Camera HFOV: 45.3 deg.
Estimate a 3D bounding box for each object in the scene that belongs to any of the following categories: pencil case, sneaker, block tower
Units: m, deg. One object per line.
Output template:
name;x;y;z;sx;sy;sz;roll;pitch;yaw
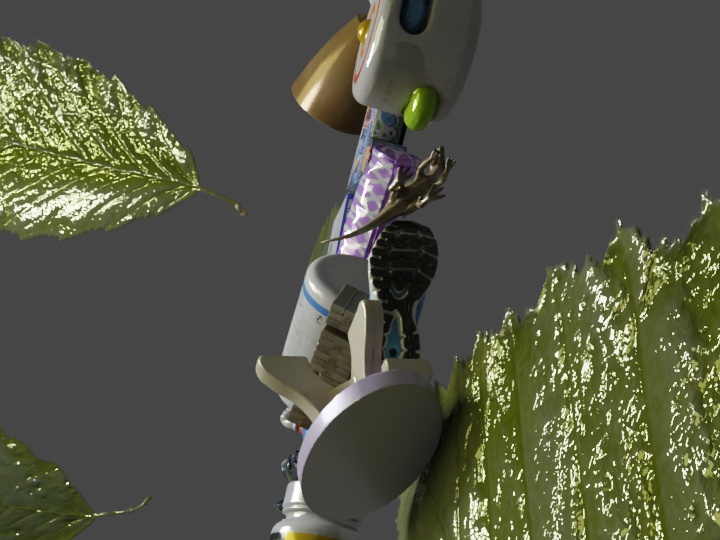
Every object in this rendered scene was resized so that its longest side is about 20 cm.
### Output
pencil case;0.025;-0.076;1.212;0.086;0.084;0.200;-75;2;-71
sneaker;0.036;0.037;1.001;0.090;0.078;0.200;114;169;-74
block tower;-0.035;0.119;1.077;0.058;0.054;0.200;-53;-13;-58
sneaker;-0.078;0.291;1.325;0.074;0.081;0.200;156;127;-79

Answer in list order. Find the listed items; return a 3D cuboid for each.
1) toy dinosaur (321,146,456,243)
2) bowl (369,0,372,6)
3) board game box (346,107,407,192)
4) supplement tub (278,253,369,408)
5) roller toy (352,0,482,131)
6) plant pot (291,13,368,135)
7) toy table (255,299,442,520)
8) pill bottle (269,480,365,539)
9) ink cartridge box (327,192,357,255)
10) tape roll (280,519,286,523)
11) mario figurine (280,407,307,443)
toy dinosaur;0.053;-0.082;1.005;0.200;0.058;0.101;-40;-3;-24
bowl;0.065;-0.559;1.675;0.201;0.094;0.201;-167;90;-81
board game box;0.038;-0.209;1.413;0.200;0.062;0.200;-118;42;-76
supplement tub;-0.032;0.091;1.172;0.132;0.132;0.200;-91;15;-58
roller toy;0.064;-0.292;1.109;0.200;0.140;0.183;-93;19;-64
plant pot;-0.014;-0.412;1.762;0.200;0.186;0.186;-55;19;33
toy table;-0.005;0.135;0.837;0.200;0.184;0.117;-57;34;32
pill bottle;-0.054;0.348;0.974;0.114;0.114;0.200;119;162;-61
ink cartridge box;-0.034;-0.045;1.698;0.200;0.041;0.200;124;157;-67
tape roll;-0.096;0.460;1.227;0.202;0.071;0.203;-166;90;-82
mario figurine;-0.073;0.224;1.249;0.106;0.123;0.200;53;-153;-51
